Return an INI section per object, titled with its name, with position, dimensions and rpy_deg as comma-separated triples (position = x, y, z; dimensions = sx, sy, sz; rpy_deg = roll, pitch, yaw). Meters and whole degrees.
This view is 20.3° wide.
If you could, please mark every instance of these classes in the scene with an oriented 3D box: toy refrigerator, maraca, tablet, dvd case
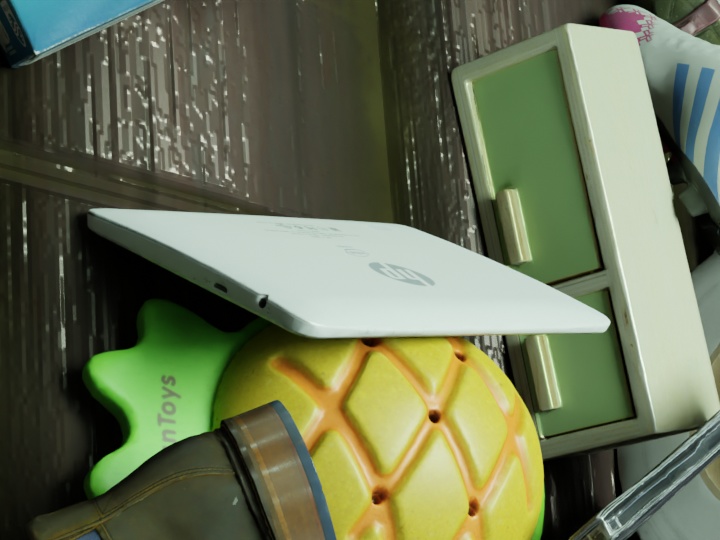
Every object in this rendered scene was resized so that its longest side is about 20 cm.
[toy refrigerator]
position = 0.108, -0.013, 0.984
dimensions = 0.070, 0.076, 0.200
rpy_deg = -2, 78, -50
[maraca]
position = -0.014, 0.073, 0.788
dimensions = 0.200, 0.107, 0.137
rpy_deg = 10, 57, -26
[tablet]
position = 0.000, 0.000, 0.821
dimensions = 0.200, 0.130, 0.014
rpy_deg = 1, 109, -50
[dvd case]
position = 0.112, 0.113, 0.889
dimensions = 0.016, 0.149, 0.200
rpy_deg = 48, 38, 12

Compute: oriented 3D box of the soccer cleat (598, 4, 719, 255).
[soccer cleat]
position = 0.188, -0.086, 1.046
dimensions = 0.070, 0.086, 0.200
rpy_deg = 50, 13, -39

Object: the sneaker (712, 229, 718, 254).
[sneaker]
position = 0.263, 0.023, 1.170
dimensions = 0.200, 0.077, 0.086
rpy_deg = 63, 27, -22

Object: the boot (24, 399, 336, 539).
[boot]
position = -0.049, 0.150, 0.706
dimensions = 0.097, 0.075, 0.200
rpy_deg = -18, 109, -14

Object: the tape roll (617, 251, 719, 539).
[tape roll]
position = 0.249, 0.088, 1.013
dimensions = 0.139, 0.202, 0.203
rpy_deg = 24, 58, -42

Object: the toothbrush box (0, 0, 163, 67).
[toothbrush box]
position = -0.105, -0.196, 0.744
dimensions = 0.146, 0.085, 0.200
rpy_deg = -26, 98, -14

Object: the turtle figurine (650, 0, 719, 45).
[turtle figurine]
position = 0.205, -0.160, 1.121
dimensions = 0.101, 0.150, 0.200
rpy_deg = -46, 104, -22
